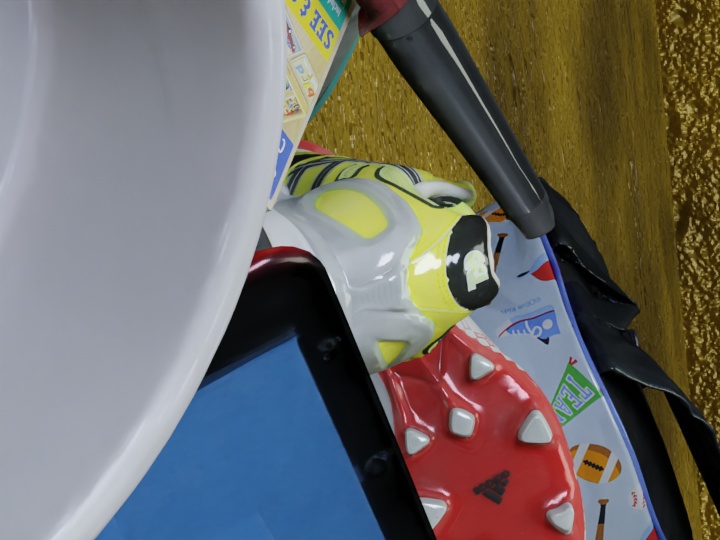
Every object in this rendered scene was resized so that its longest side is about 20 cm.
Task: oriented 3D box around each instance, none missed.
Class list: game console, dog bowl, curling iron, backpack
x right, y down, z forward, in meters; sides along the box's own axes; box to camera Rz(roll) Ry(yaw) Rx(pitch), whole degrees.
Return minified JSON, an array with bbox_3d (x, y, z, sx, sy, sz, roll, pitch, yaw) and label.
[{"bbox_3d":[-0.050,0.119,0.712,0.200,0.118,0.173,68,21,-54],"label":"game console"},{"bbox_3d":[-0.089,-0.015,0.477,0.200,0.058,0.201,-33,136,-40],"label":"dog bowl"},{"bbox_3d":[0.002,-0.074,0.814,0.200,0.025,0.050,50,53,-40],"label":"curling iron"},{"bbox_3d":[0.065,0.066,1.184,0.191,0.153,0.200,73,-6,-46],"label":"backpack"}]

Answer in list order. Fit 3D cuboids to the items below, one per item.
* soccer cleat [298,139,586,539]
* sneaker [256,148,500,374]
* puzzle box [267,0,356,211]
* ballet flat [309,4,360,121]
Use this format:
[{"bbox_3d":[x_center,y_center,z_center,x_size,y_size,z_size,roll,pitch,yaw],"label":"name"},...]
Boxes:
[{"bbox_3d":[0.018,0.035,1.067,0.200,0.069,0.085,53,2,-2],"label":"soccer cleat"},{"bbox_3d":[0.000,0.000,0.895,0.200,0.076,0.076,-108,-171,-79],"label":"sneaker"},{"bbox_3d":[-0.063,-0.128,0.773,0.200,0.025,0.133,53,43,-36],"label":"puzzle box"},{"bbox_3d":[-0.018,-0.112,0.973,0.063,0.200,0.068,7,50,-36],"label":"ballet flat"}]
